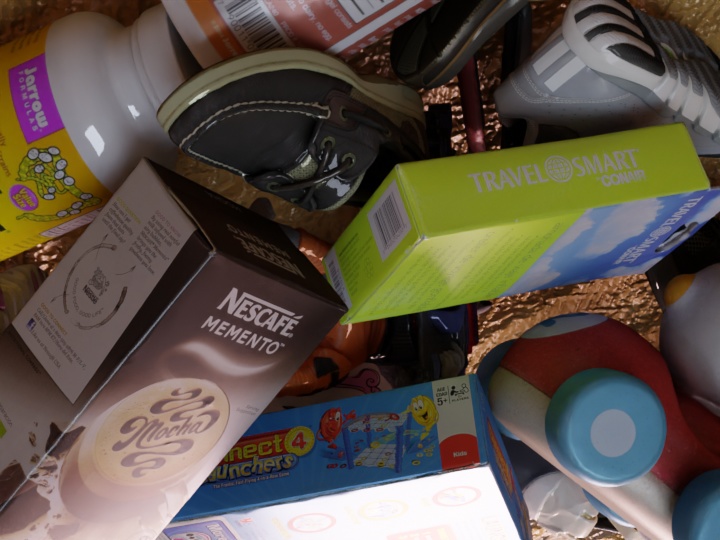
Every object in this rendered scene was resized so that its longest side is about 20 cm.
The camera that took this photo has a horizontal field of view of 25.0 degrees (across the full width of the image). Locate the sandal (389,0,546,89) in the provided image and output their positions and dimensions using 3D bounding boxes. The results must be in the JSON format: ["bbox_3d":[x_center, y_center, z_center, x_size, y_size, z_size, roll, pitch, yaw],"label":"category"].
[{"bbox_3d":[0.099,-0.166,0.856,0.054,0.082,0.200,35,102,-31],"label":"sandal"}]

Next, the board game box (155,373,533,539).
[{"bbox_3d":[-0.006,0.145,0.954,0.194,0.056,0.200,-11,148,8],"label":"board game box"}]

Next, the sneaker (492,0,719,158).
[{"bbox_3d":[0.142,-0.088,0.927,0.115,0.075,0.199,-37,146,26],"label":"sneaker"}]

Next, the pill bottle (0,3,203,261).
[{"bbox_3d":[-0.169,-0.072,0.868,0.199,0.105,0.104,-22,128,17],"label":"pill bottle"}]

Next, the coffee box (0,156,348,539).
[{"bbox_3d":[-0.117,0.055,0.827,0.200,0.080,0.113,-50,142,12],"label":"coffee box"}]

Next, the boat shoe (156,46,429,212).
[{"bbox_3d":[-0.020,-0.064,0.823,0.072,0.066,0.200,-34,162,27],"label":"boat shoe"}]

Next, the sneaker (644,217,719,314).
[{"bbox_3d":[0.230,-0.014,1.015,0.114,0.076,0.200,-30,129,12],"label":"sneaker"}]

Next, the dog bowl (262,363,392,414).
[{"bbox_3d":[-0.035,0.145,1.079,0.199,0.074,0.201,-6,135,-6],"label":"dog bowl"}]

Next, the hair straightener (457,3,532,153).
[{"bbox_3d":[0.099,-0.078,0.959,0.076,0.041,0.201,-11,123,-2],"label":"hair straightener"}]

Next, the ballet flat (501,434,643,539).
[{"bbox_3d":[0.171,0.159,1.141,0.199,0.073,0.073,13,124,-18],"label":"ballet flat"}]

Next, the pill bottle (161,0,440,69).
[{"bbox_3d":[0.000,-0.177,0.824,0.199,0.113,0.112,-30,127,13],"label":"pill bottle"}]

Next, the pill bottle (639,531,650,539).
[{"bbox_3d":[0.279,0.144,1.097,0.199,0.105,0.104,7,129,-39],"label":"pill bottle"}]

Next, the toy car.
[{"bbox_3d":[0.190,0.049,0.935,0.177,0.184,0.200,38,86,-11],"label":"toy car"}]

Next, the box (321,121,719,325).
[{"bbox_3d":[0.092,-0.025,0.873,0.199,0.048,0.122,-10,161,-25],"label":"box"}]

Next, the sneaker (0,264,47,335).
[{"bbox_3d":[-0.226,0.043,0.927,0.088,0.200,0.081,-14,86,6],"label":"sneaker"}]

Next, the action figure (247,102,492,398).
[{"bbox_3d":[0.000,0.000,0.960,0.193,0.202,0.104,8,174,-42],"label":"action figure"}]
